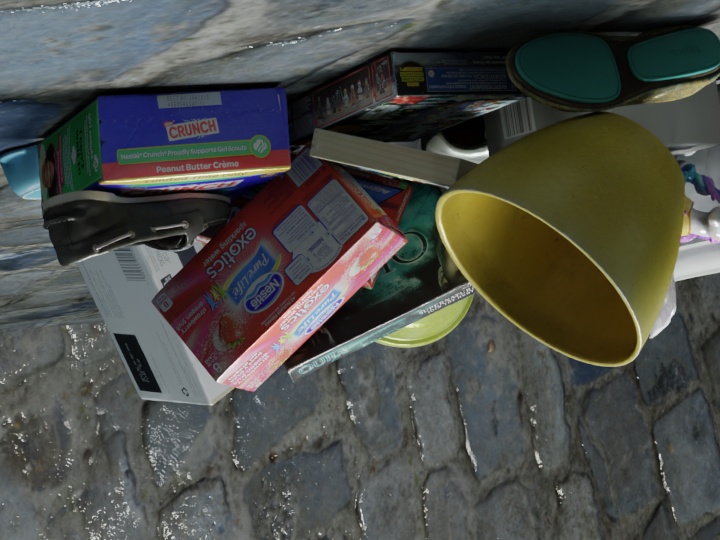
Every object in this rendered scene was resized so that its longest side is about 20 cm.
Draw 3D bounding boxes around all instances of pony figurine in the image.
[{"bbox_3d":[0.256,-0.038,1.692,0.198,0.168,0.193,10,166,-16],"label":"pony figurine"}]

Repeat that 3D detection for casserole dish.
[{"bbox_3d":[-0.242,-0.094,1.756,0.199,0.039,0.121,-5,175,-35],"label":"casserole dish"}]

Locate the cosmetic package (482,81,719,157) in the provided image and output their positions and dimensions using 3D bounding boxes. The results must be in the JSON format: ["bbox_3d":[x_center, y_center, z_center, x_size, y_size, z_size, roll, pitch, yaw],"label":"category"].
[{"bbox_3d":[0.217,-0.140,1.667,0.199,0.091,0.107,-7,177,-35],"label":"cosmetic package"}]

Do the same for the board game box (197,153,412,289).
[{"bbox_3d":[-0.061,-0.055,1.713,0.199,0.104,0.019,15,162,23],"label":"board game box"}]

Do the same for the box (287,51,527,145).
[{"bbox_3d":[0.037,-0.145,1.594,0.136,0.040,0.200,-3,174,-29],"label":"box"}]

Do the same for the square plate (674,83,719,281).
[{"bbox_3d":[0.323,-0.090,1.799,0.028,0.200,0.199,19,160,-32],"label":"square plate"}]

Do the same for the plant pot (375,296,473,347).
[{"bbox_3d":[0.071,-0.035,2.140,0.199,0.202,0.184,-5,163,-21],"label":"plant pot"}]

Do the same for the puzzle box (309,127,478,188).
[{"bbox_3d":[0.052,-0.089,1.617,0.132,0.026,0.200,13,-178,20],"label":"puzzle box"}]

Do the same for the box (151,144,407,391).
[{"bbox_3d":[-0.070,0.000,1.628,0.200,0.100,0.095,-45,160,7],"label":"box"}]

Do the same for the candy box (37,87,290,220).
[{"bbox_3d":[-0.171,-0.098,1.604,0.168,0.078,0.200,-5,173,-24],"label":"candy box"}]

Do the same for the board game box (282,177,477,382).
[{"bbox_3d":[0.000,0.000,1.706,0.199,0.136,0.028,-26,151,-2],"label":"board game box"}]

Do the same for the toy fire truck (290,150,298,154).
[{"bbox_3d":[-0.077,-0.069,1.901,0.048,0.142,0.200,8,-152,-25],"label":"toy fire truck"}]

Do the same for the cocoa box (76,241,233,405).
[{"bbox_3d":[-0.178,0.014,1.865,0.131,0.201,0.133,-37,-156,-34],"label":"cocoa box"}]

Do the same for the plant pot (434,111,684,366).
[{"bbox_3d":[0.179,-0.043,1.502,0.142,0.200,0.200,-50,-168,-20],"label":"plant pot"}]

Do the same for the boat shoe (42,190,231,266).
[{"bbox_3d":[-0.182,-0.032,1.552,0.067,0.058,0.199,-15,172,39],"label":"boat shoe"}]

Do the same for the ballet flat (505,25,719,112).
[{"bbox_3d":[0.201,-0.158,1.517,0.198,0.071,0.071,-9,176,-21],"label":"ballet flat"}]

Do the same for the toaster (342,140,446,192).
[{"bbox_3d":[0.045,-0.075,1.912,0.179,0.120,0.200,-6,175,-26],"label":"toaster"}]

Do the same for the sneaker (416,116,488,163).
[{"bbox_3d":[0.152,-0.130,1.756,0.198,0.075,0.079,-11,158,-4],"label":"sneaker"}]
